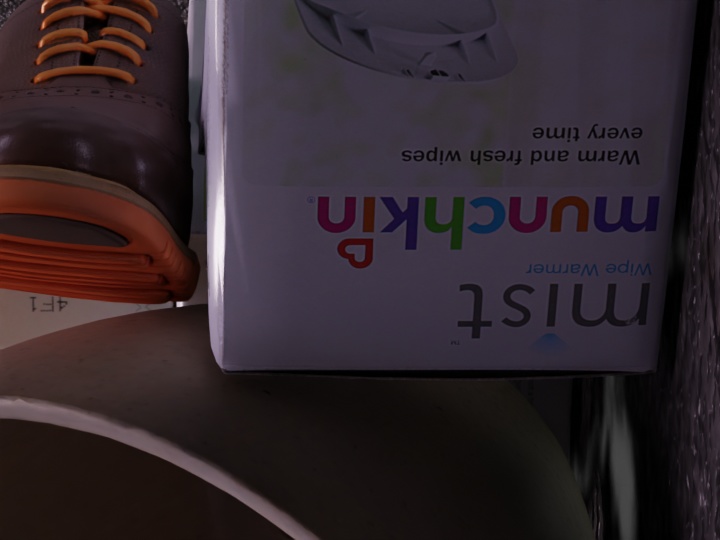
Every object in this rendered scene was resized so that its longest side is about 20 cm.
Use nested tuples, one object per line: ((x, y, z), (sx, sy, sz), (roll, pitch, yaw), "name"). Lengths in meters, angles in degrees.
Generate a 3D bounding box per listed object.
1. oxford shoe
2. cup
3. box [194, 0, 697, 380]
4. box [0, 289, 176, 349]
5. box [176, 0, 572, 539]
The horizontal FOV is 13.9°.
((-0.070, -0.032, 0.671), (0.200, 0.071, 0.073), (-174, 92, -83), "oxford shoe")
((-0.022, 0.087, 0.667), (0.143, 0.199, 0.202), (-42, -40, -53), "cup")
((0.012, -0.105, 0.617), (0.200, 0.096, 0.177), (-94, 4, -56), "box")
((-0.086, -0.016, 0.875), (0.200, 0.068, 0.083), (147, 121, -87), "box")
((0.000, 0.000, 0.834), (0.200, 0.101, 0.113), (-96, 6, -67), "box")
